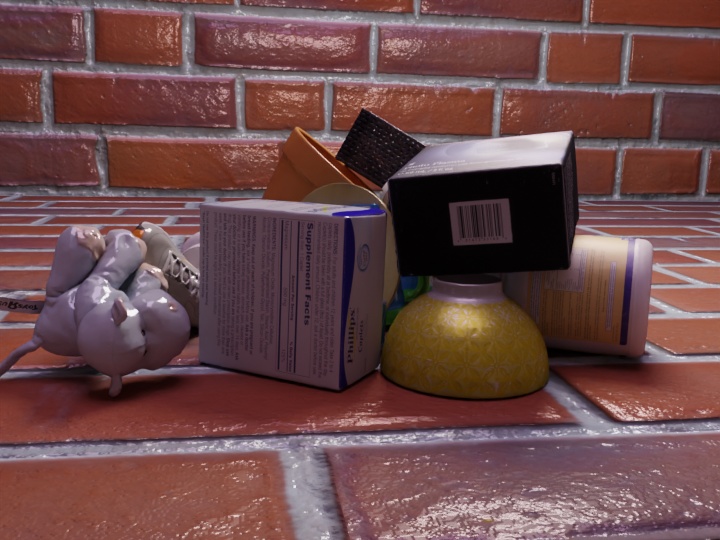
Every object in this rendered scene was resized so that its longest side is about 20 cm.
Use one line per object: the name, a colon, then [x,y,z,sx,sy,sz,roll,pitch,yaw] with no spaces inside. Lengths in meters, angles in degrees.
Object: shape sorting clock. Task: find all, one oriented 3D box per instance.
shape sorting clock: [-0.030,-0.013,1.044,0.197,0.204,0.039,7,0,28]

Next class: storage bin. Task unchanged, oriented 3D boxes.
storage bin: [0.070,-0.168,1.294,0.198,0.095,0.135,33,7,8]

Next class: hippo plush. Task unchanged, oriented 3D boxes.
hippo plush: [-0.270,0.037,0.843,0.198,0.163,0.159,-7,12,-41]

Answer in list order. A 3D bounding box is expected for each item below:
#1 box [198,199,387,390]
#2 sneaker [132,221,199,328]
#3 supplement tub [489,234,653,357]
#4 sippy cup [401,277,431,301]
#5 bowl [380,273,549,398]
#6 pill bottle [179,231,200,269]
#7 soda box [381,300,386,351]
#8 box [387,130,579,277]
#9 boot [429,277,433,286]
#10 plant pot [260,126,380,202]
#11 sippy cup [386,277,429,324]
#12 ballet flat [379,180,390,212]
box: [-0.079,0.019,0.903,0.197,0.188,0.104,7,10,28]
sneaker: [-0.225,0.011,1.011,0.090,0.077,0.201,14,-27,23]
supplement tub: [0.263,0.028,1.004,0.196,0.149,0.145,5,11,19]
sippy cup: [0.069,-0.026,1.320,0.175,0.133,0.139,9,13,34]
bowl: [0.121,0.063,0.904,0.196,0.110,0.200,2,10,0]
pill bottle: [-0.216,-0.008,1.215,0.117,0.122,0.200,2,10,4]
soda box: [-0.068,0.063,1.000,0.197,0.066,0.068,6,11,27]
box: [0.154,-0.085,0.948,0.196,0.126,0.198,-3,18,19]
boot: [0.199,-0.005,1.227,0.143,0.074,0.198,10,13,41]
plant pot: [-0.070,-0.109,1.265,0.199,0.140,0.200,40,10,-8]
sippy cup: [0.000,0.000,1.125,0.175,0.133,0.139,-6,13,-37]
ballet flat: [0.062,-0.091,1.097,0.067,0.068,0.200,46,5,23]
